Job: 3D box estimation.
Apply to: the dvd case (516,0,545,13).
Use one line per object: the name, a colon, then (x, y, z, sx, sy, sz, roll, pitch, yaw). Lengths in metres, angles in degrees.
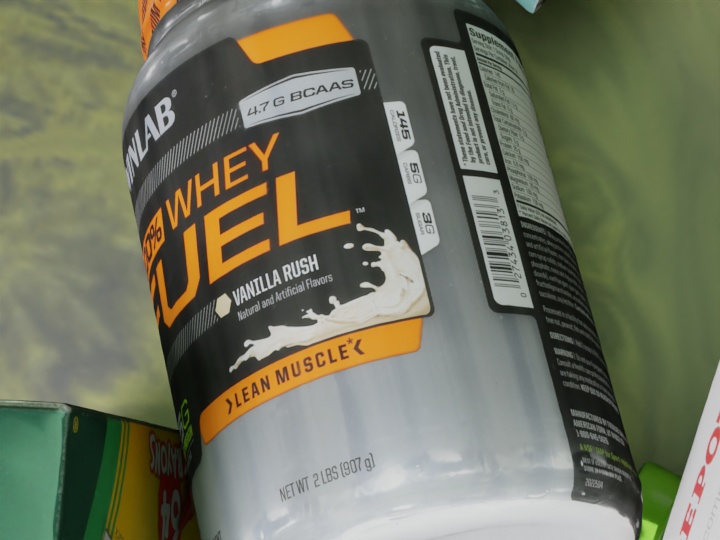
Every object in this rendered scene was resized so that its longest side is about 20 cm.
dvd case: (0.066, -0.189, 0.829, 0.146, 0.022, 0.200, 43, 69, 11)

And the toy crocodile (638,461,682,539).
toy crocodile: (0.090, 0.124, 0.809, 0.067, 0.062, 0.201, 24, 92, 10)

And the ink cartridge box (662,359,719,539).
ink cartridge box: (0.131, 0.110, 0.668, 0.082, 0.200, 0.147, 15, 98, -12)

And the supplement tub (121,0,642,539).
supplement tub: (0.000, 0.000, 0.786, 0.122, 0.123, 0.201, -17, 64, 6)

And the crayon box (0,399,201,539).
crayon box: (-0.084, 0.128, 0.758, 0.058, 0.200, 0.174, 2, 84, 10)
